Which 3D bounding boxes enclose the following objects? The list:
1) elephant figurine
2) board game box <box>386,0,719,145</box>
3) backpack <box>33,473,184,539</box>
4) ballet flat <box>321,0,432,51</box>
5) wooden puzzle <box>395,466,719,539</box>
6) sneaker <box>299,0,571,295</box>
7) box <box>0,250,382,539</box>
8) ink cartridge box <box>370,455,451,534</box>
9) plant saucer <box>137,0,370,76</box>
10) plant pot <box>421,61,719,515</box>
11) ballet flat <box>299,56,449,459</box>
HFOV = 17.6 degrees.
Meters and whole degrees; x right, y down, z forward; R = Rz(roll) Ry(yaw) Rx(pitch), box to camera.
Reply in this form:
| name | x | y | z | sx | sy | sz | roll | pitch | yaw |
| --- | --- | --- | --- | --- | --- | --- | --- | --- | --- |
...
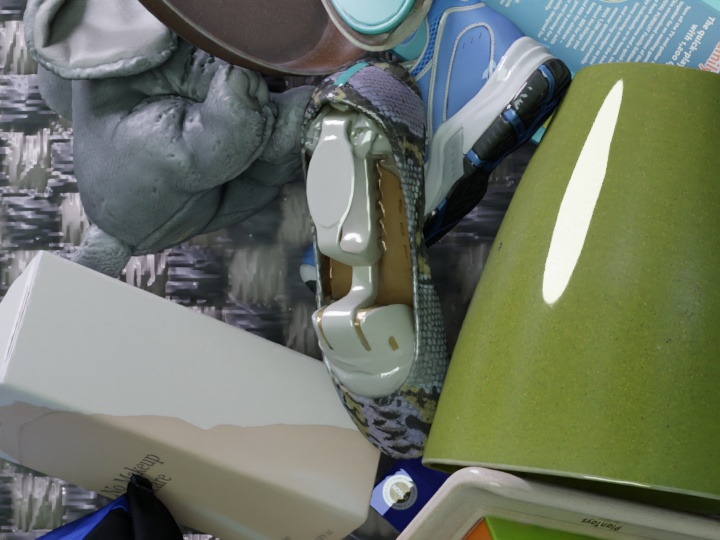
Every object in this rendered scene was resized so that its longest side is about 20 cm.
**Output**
| name | x | y | z | sx | sy | sz | roll | pitch | yaw |
| --- | --- | --- | --- | --- | --- | --- | --- | --- | --- |
| elephant figurine | -0.115 | -0.118 | 1.208 | 0.200 | 0.155 | 0.141 | 56 | 132 | 11 |
| board game box | 0.128 | -0.130 | 1.201 | 0.200 | 0.047 | 0.151 | 33 | 99 | 4 |
| backpack | -0.150 | 0.228 | 1.105 | 0.168 | 0.200 | 0.163 | -34 | 94 | 24 |
| ballet flat | 0.004 | -0.190 | 1.174 | 0.067 | 0.062 | 0.201 | -18 | 65 | 12 |
| wooden puzzle | 0.074 | 0.172 | 1.122 | 0.200 | 0.185 | 0.037 | -48 | 43 | 34 |
| sneaker | 0.026 | -0.062 | 1.187 | 0.077 | 0.076 | 0.200 | 49 | 126 | 10 |
| box | -0.095 | 0.073 | 1.181 | 0.199 | 0.095 | 0.078 | 21 | 60 | -15 |
| ink cartridge box | 0.098 | 0.082 | 1.230 | 0.095 | 0.037 | 0.200 | 42 | 100 | 3 |
| plant saucer | -0.070 | -0.175 | 1.156 | 0.032 | 0.200 | 0.200 | -38 | 89 | 37 |
| plant pot | 0.135 | 0.008 | 1.116 | 0.186 | 0.187 | 0.201 | 7 | 83 | 7 |
| ballet flat | 0.000 | 0.000 | 1.126 | 0.072 | 0.072 | 0.201 | -3 | 100 | 8 |
